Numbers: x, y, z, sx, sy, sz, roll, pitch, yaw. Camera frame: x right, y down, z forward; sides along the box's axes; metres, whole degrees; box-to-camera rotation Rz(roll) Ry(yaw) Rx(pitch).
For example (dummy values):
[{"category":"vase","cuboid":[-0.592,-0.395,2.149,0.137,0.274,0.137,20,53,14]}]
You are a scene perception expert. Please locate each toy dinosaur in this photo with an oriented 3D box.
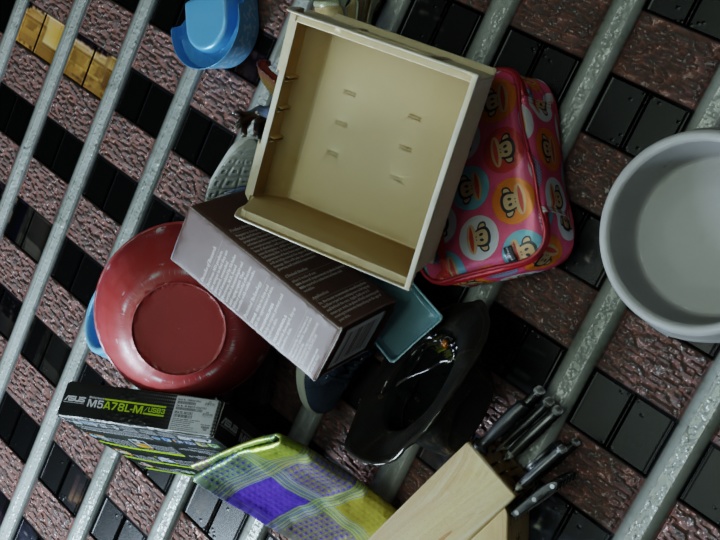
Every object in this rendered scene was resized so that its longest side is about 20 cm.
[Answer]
[{"category":"toy dinosaur","cuboid":[-0.044,-0.169,1.167,0.181,0.105,0.201,-4,74,17]}]

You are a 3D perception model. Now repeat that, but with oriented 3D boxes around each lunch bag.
[{"category":"lunch bag","cuboid":[0.113,-0.086,1.055,0.176,0.082,0.201,-16,76,38]}]

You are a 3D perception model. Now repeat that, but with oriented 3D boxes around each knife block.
[{"category":"knife block","cuboid":[0.109,0.197,1.035,0.199,0.064,0.176,1,89,28]}]

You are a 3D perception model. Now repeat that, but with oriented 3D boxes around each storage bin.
[{"category":"storage bin","cuboid":[-0.001,-0.119,0.983,0.198,0.094,0.201,22,111,15]}]

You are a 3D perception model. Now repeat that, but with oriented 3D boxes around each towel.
[{"category":"towel","cuboid":[-0.062,0.237,1.105,0.143,0.200,0.023,-25,38,32]}]

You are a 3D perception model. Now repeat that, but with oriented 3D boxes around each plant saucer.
[{"category":"plant saucer","cuboid":[0.000,0.000,1.090,0.070,0.019,0.200,-42,67,5]}]

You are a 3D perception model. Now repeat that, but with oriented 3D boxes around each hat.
[{"category":"hat","cuboid":[0.075,0.126,1.042,0.200,0.201,0.081,-37,111,28]}]

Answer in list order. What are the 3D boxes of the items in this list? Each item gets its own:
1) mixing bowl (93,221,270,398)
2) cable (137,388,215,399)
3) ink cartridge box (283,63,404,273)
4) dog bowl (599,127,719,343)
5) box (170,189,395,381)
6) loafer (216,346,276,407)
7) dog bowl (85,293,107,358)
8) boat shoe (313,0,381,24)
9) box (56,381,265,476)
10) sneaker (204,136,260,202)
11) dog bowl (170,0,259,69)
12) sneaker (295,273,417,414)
[{"category":"mixing bowl","cuboid":[-0.185,0.051,1.116,0.199,0.108,0.201,-1,96,-6]},{"category":"cable","cuboid":[-0.203,0.096,1.266,0.164,0.051,0.200,-59,37,4]},{"category":"ink cartridge box","cuboid":[-0.018,-0.103,1.075,0.109,0.050,0.201,18,111,19]},{"category":"dog bowl","cuboid":[0.300,-0.031,0.927,0.200,0.059,0.201,-2,87,35]},{"category":"box","cuboid":[-0.077,0.009,1.040,0.200,0.100,0.075,40,122,19]},{"category":"loafer","cuboid":[-0.108,0.062,1.220,0.072,0.063,0.201,-129,58,-74]},{"category":"dog bowl","cuboid":[-0.258,0.052,1.255,0.200,0.049,0.112,-11,68,46]},{"category":"boat shoe","cuboid":[-0.027,-0.261,1.128,0.071,0.076,0.201,0,70,26]},{"category":"box","cuboid":[-0.196,0.183,1.167,0.199,0.193,0.048,4,67,25]},{"category":"sneaker","cuboid":[-0.144,-0.078,1.196,0.200,0.074,0.087,114,156,-45]},{"category":"dog bowl","cuboid":[-0.175,-0.337,1.289,0.111,0.050,0.201,-9,81,35]},{"category":"sneaker","cuboid":[-0.001,0.069,1.124,0.084,0.075,0.201,27,103,38]}]
